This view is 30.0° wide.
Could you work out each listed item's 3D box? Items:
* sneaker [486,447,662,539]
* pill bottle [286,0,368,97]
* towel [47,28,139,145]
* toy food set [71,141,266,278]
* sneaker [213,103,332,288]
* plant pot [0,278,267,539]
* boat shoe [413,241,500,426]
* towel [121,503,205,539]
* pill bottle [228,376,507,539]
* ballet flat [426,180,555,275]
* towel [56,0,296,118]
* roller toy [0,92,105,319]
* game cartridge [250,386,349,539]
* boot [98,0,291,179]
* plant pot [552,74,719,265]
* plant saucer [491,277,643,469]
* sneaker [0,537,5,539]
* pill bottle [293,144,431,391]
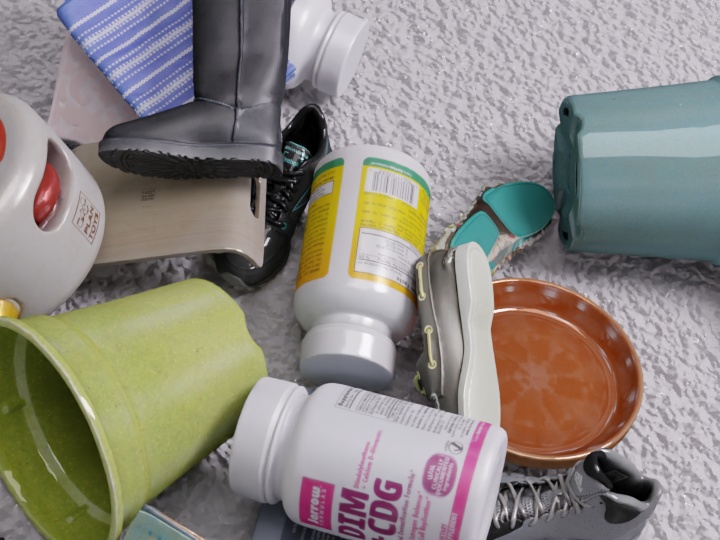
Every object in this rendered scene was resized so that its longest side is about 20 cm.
[{"bbox_3d":[0.155,0.181,1.111,0.198,0.116,0.076,1,55,-10],"label":"sneaker"},{"bbox_3d":[-0.097,-0.251,1.364,0.198,0.112,0.112,24,55,7],"label":"pill bottle"},{"bbox_3d":[-0.189,-0.199,1.299,0.198,0.032,0.193,13,89,3],"label":"towel"},{"bbox_3d":[-0.183,-0.051,1.222,0.198,0.061,0.145,-7,53,9],"label":"toy food set"},{"bbox_3d":[-0.083,-0.075,1.266,0.075,0.080,0.201,22,57,3],"label":"sneaker"},{"bbox_3d":[-0.182,0.098,1.077,0.183,0.201,0.200,-27,63,-38],"label":"plant pot"},{"bbox_3d":[0.079,0.078,1.141,0.060,0.072,0.204,-9,71,26],"label":"boat shoe"},{"bbox_3d":[-0.114,0.286,0.991,0.199,0.022,0.148,32,85,-4],"label":"towel"},{"bbox_3d":[0.006,0.153,1.045,0.198,0.114,0.114,13,54,13],"label":"pill bottle"},{"bbox_3d":[0.114,-0.031,1.274,0.076,0.064,0.199,53,41,5],"label":"ballet flat"},{"bbox_3d":[-0.172,-0.214,1.246,0.144,0.024,0.200,-37,74,-13],"label":"towel"},{"bbox_3d":[-0.315,-0.042,1.139,0.182,0.140,0.200,-44,50,-7],"label":"roller toy"},{"bbox_3d":[-0.014,0.194,1.108,0.132,0.042,0.201,12,54,6],"label":"game cartridge"},{"bbox_3d":[-0.144,-0.185,1.194,0.163,0.066,0.202,3,74,-7],"label":"boot"},{"bbox_3d":[0.291,-0.095,1.290,0.194,0.201,0.202,-1,55,-2],"label":"plant pot"},{"bbox_3d":[0.155,0.093,1.214,0.198,0.032,0.202,5,50,-6],"label":"plant saucer"},{"bbox_3d":[-0.283,0.224,1.026,0.198,0.079,0.091,11,51,-3],"label":"sneaker"},{"bbox_3d":[0.000,0.000,1.202,0.111,0.113,0.202,9,63,-4],"label":"pill bottle"}]
